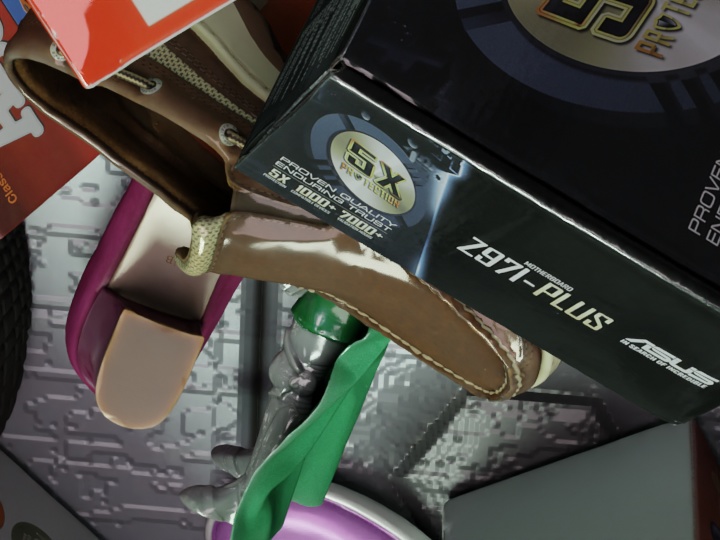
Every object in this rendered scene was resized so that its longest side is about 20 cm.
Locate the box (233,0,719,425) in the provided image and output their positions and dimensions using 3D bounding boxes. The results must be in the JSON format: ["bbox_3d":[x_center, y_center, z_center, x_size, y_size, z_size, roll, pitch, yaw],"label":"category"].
[{"bbox_3d":[0.083,-0.083,0.824,0.164,0.200,0.086,31,155,-11],"label":"box"}]

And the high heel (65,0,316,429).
[{"bbox_3d":[-0.049,-0.043,0.960,0.067,0.096,0.200,30,97,-15],"label":"high heel"}]

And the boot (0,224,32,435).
[{"bbox_3d":[-0.195,-0.025,0.975,0.130,0.068,0.200,0,118,17],"label":"boot"}]

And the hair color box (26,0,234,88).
[{"bbox_3d":[-0.054,-0.132,0.801,0.111,0.200,0.064,-30,114,4],"label":"hair color box"}]

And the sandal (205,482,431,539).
[{"bbox_3d":[0.016,0.159,1.056,0.082,0.050,0.203,-31,112,20],"label":"sandal"}]

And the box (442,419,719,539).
[{"bbox_3d":[0.114,0.185,1.002,0.106,0.152,0.200,-21,116,17],"label":"box"}]

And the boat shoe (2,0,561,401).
[{"bbox_3d":[-0.029,-0.020,0.861,0.202,0.075,0.075,40,152,10],"label":"boat shoe"}]

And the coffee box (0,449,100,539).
[{"bbox_3d":[-0.189,0.196,1.010,0.200,0.200,0.198,-37,110,22],"label":"coffee box"}]

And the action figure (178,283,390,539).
[{"bbox_3d":[0.000,0.000,0.950,0.055,0.118,0.200,28,110,1],"label":"action figure"}]

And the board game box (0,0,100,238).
[{"bbox_3d":[-0.138,-0.120,0.893,0.019,0.103,0.200,7,134,55],"label":"board game box"}]
